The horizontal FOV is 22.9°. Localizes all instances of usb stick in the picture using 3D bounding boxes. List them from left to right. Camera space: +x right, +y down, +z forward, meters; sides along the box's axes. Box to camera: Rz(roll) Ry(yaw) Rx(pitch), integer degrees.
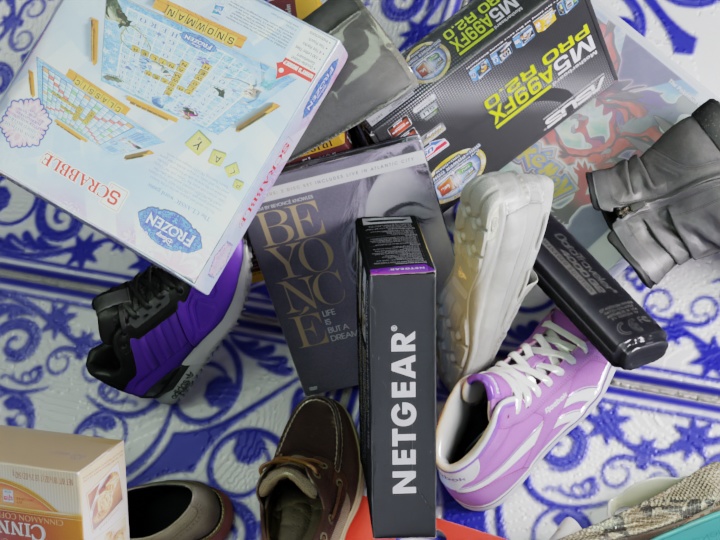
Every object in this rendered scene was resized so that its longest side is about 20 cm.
[{"bbox_3d":[0.159,0.003,1.355,0.055,0.033,0.200,-13,44,-30],"label":"usb stick"}]

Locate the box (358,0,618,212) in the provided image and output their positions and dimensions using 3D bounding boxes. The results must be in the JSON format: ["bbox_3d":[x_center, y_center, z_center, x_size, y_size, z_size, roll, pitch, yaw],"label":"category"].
[{"bbox_3d":[0.099,-0.142,1.390,0.200,0.160,0.044,-37,59,0],"label":"box"}]

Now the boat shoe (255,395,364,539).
[{"bbox_3d":[-0.044,0.171,1.357,0.072,0.072,0.200,-2,51,17],"label":"boat shoe"}]

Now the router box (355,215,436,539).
[{"bbox_3d":[0.025,0.075,1.295,0.051,0.149,0.200,-2,107,-3],"label":"router box"}]

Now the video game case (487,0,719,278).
[{"bbox_3d":[0.190,-0.107,1.447,0.182,0.023,0.200,-43,60,-3],"label":"video game case"}]

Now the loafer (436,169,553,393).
[{"bbox_3d":[0.100,0.013,1.332,0.070,0.200,0.070,-8,44,-24],"label":"loafer"}]

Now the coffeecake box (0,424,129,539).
[{"bbox_3d":[-0.258,0.226,1.363,0.153,0.073,0.200,5,107,21],"label":"coffeecake box"}]

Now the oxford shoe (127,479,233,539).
[{"bbox_3d":[-0.206,0.204,1.413,0.200,0.075,0.071,-20,61,9],"label":"oxford shoe"}]

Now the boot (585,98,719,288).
[{"bbox_3d":[0.269,-0.022,1.352,0.132,0.070,0.200,-34,62,2],"label":"boot"}]

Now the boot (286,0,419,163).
[{"bbox_3d":[-0.083,-0.141,1.300,0.200,0.073,0.182,-42,75,6],"label":"boot"}]

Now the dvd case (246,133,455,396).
[{"bbox_3d":[0.000,0.000,1.371,0.148,0.200,0.016,-13,29,9],"label":"dvd case"}]

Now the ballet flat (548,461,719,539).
[{"bbox_3d":[0.190,0.197,1.292,0.200,0.068,0.075,-26,39,0],"label":"ballet flat"}]

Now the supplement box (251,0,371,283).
[{"bbox_3d":[-0.087,-0.097,1.437,0.197,0.200,0.133,-15,63,12],"label":"supplement box"}]

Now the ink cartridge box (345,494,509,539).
[{"bbox_3d":[0.020,0.274,1.319,0.162,0.057,0.200,14,76,25],"label":"ink cartridge box"}]

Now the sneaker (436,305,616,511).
[{"bbox_3d":[0.127,0.083,1.330,0.073,0.114,0.201,28,76,29],"label":"sneaker"}]

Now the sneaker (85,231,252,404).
[{"bbox_3d":[-0.159,0.030,1.405,0.200,0.099,0.070,-57,31,34],"label":"sneaker"}]

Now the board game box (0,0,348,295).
[{"bbox_3d":[-0.143,-0.117,1.255,0.200,0.041,0.200,30,85,14],"label":"board game box"}]
